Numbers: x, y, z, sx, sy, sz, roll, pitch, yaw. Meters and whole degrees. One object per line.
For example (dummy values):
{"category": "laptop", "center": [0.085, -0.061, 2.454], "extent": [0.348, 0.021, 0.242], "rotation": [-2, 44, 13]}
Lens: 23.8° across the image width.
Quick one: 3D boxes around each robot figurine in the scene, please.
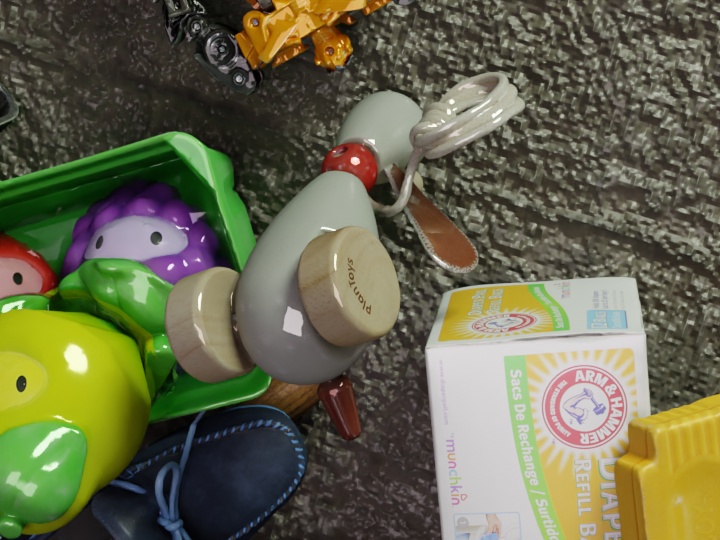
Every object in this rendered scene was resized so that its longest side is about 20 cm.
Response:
{"category": "robot figurine", "center": [-0.051, -0.189, 0.831], "extent": [0.144, 0.058, 0.201], "rotation": [-26, 94, 19]}

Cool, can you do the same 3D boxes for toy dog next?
{"category": "toy dog", "center": [0.000, 0.000, 0.790], "extent": [0.131, 0.200, 0.097], "rotation": [0, 125, 48]}

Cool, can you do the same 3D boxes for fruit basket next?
{"category": "fruit basket", "center": [-0.148, 0.031, 0.832], "extent": [0.214, 0.216, 0.157], "rotation": [-14, 99, 17]}

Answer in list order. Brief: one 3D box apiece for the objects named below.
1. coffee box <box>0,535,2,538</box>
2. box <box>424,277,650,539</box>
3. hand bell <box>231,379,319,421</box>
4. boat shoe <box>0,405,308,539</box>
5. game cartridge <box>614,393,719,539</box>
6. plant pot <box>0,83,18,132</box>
{"category": "coffee box", "center": [-0.241, 0.210, 0.973], "extent": [0.200, 0.044, 0.123], "rotation": [-41, 91, 24]}
{"category": "box", "center": [0.092, 0.114, 0.830], "extent": [0.100, 0.113, 0.202], "rotation": [-4, 101, 8]}
{"category": "hand bell", "center": [-0.082, 0.098, 0.903], "extent": [0.200, 0.104, 0.104], "rotation": [-42, 90, 7]}
{"category": "boat shoe", "center": [-0.110, 0.138, 0.834], "extent": [0.199, 0.069, 0.084], "rotation": [-35, 95, -6]}
{"category": "game cartridge", "center": [0.214, 0.134, 0.791], "extent": [0.198, 0.032, 0.178], "rotation": [-14, 102, -23]}
{"category": "plant pot", "center": [-0.336, -0.072, 0.870], "extent": [0.200, 0.199, 0.177], "rotation": [47, 120, 0]}
